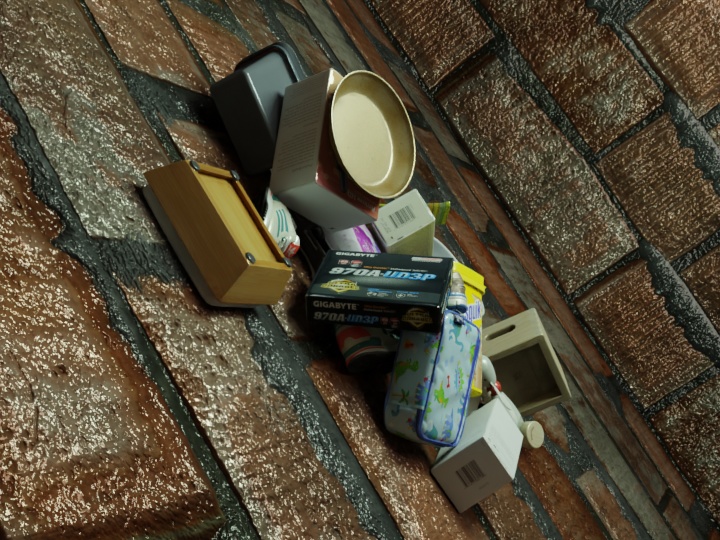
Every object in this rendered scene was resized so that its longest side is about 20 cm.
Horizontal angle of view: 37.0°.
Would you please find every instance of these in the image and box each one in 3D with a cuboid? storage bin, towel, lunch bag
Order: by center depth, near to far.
[{"bbox_3d":[0.113,0.160,1.615,0.160,0.081,0.203,33,68,-57],"label":"lunch bag"},{"bbox_3d":[-0.164,-0.253,1.764,0.134,0.144,0.202,-38,107,-57],"label":"storage bin"},{"bbox_3d":[0.065,-0.107,1.989,0.086,0.197,0.018,100,-12,-67],"label":"towel"}]

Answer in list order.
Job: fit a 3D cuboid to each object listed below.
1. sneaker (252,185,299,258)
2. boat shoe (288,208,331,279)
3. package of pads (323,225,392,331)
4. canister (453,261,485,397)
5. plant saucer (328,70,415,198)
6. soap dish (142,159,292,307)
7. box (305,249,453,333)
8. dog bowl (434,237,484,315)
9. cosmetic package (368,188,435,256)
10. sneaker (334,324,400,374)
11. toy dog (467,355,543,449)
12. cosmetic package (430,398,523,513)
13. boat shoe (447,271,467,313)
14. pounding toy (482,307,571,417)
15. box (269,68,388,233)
[{"bbox_3d":[-0.125,-0.050,1.570,0.093,0.070,0.200,42,17,-18],"label":"sneaker"},{"bbox_3d":[-0.064,-0.036,1.734,0.067,0.057,0.201,27,31,-56],"label":"boat shoe"},{"bbox_3d":[0.000,0.000,1.806,0.120,0.075,0.202,40,22,-51],"label":"package of pads"},{"bbox_3d":[0.148,0.101,1.785,0.148,0.086,0.203,25,62,-55],"label":"canister"},{"bbox_3d":[0.011,-0.207,1.668,0.199,0.035,0.203,17,67,-46],"label":"plant saucer"},{"bbox_3d":[-0.181,-0.049,1.398,0.201,0.081,0.157,57,17,15],"label":"soap dish"},{"bbox_3d":[0.032,0.028,1.578,0.159,0.197,0.047,-65,157,-61],"label":"box"},{"bbox_3d":[0.164,0.031,2.192,0.200,0.078,0.201,47,17,-19],"label":"dog bowl"},{"bbox_3d":[0.075,-0.056,1.948,0.074,0.103,0.200,58,-10,18],"label":"cosmetic package"},{"bbox_3d":[0.021,0.101,1.643,0.199,0.070,0.094,9,50,-63],"label":"sneaker"},{"bbox_3d":[0.235,0.259,1.911,0.200,0.132,0.096,46,48,-1],"label":"toy dog"},{"bbox_3d":[0.187,0.287,1.697,0.085,0.107,0.200,54,18,0],"label":"cosmetic package"},{"bbox_3d":[0.066,0.036,1.680,0.072,0.197,0.073,91,-2,-64],"label":"boat shoe"},{"bbox_3d":[0.271,0.174,2.071,0.143,0.198,0.186,-91,155,-63],"label":"pounding toy"},{"bbox_3d":[-0.046,-0.186,1.706,0.152,0.105,0.203,28,60,-42],"label":"box"}]
